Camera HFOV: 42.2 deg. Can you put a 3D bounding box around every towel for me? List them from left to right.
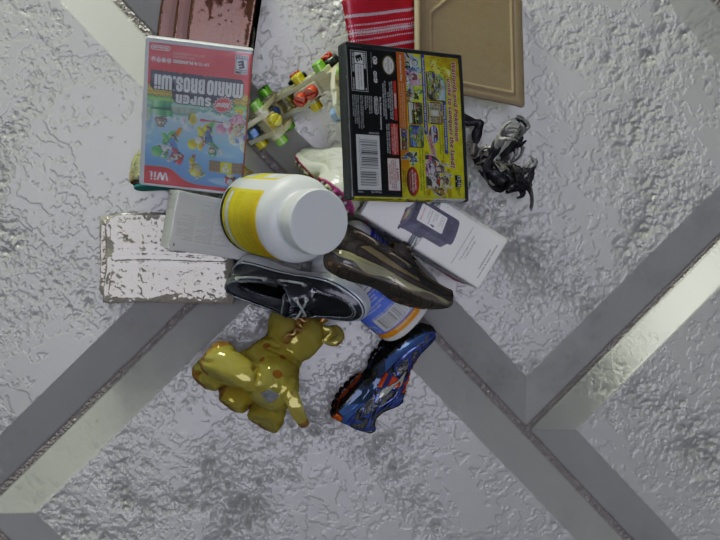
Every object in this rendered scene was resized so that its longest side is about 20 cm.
[{"bbox_3d":[-0.277,-0.016,1.351,0.199,0.034,0.133,2,95,-8],"label":"towel"},{"bbox_3d":[0.042,-0.274,1.265,0.144,0.022,0.201,-20,102,-46],"label":"towel"}]

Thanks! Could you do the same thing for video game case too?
[{"bbox_3d":[-0.223,-0.207,1.263,0.142,0.017,0.201,6,109,-3],"label":"video game case"},{"bbox_3d":[0.058,-0.190,1.223,0.180,0.025,0.201,-1,87,-28],"label":"video game case"}]

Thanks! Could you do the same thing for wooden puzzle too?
[{"bbox_3d":[0.153,-0.334,1.330,0.199,0.037,0.186,6,78,-30],"label":"wooden puzzle"}]

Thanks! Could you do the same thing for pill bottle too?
[{"bbox_3d":[-0.099,-0.069,1.214,0.111,0.200,0.113,-4,99,-30],"label":"pill bottle"},{"bbox_3d":[0.000,0.000,1.329,0.200,0.112,0.112,41,89,-17],"label":"pill bottle"}]

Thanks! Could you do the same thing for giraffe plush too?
[{"bbox_3d":[-0.120,0.117,1.327,0.173,0.200,0.163,43,61,-22],"label":"giraffe plush"}]

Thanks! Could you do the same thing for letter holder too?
[{"bbox_3d":[-0.215,-0.352,1.300,0.141,0.101,0.201,9,93,-5],"label":"letter holder"}]

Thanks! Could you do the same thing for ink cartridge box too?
[{"bbox_3d":[0.091,-0.065,1.332,0.199,0.145,0.085,32,89,-8],"label":"ink cartridge box"}]

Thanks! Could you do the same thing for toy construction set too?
[{"bbox_3d":[-0.077,-0.234,1.296,0.199,0.131,0.092,-5,122,30],"label":"toy construction set"}]

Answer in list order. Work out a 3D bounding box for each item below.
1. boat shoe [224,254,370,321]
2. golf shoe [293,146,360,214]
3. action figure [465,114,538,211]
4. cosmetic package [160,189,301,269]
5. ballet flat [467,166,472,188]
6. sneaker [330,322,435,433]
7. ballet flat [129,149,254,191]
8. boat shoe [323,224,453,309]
[{"bbox_3d":[-0.087,0.036,1.267,0.199,0.068,0.072,18,128,7],"label":"boat shoe"},{"bbox_3d":[-0.027,-0.141,1.294,0.091,0.200,0.075,-42,122,-4],"label":"golf shoe"},{"bbox_3d":[0.198,-0.181,1.351,0.200,0.119,0.102,42,110,0],"label":"action figure"},{"bbox_3d":[-0.176,-0.057,1.321,0.199,0.051,0.083,10,91,-28],"label":"cosmetic package"},{"bbox_3d":[0.078,-0.169,1.364,0.199,0.072,0.072,22,92,-7],"label":"ballet flat"},{"bbox_3d":[0.043,0.159,1.389,0.078,0.075,0.200,41,97,-16],"label":"sneaker"},{"bbox_3d":[-0.229,-0.145,1.333,0.199,0.071,0.071,2,94,-6],"label":"ballet flat"},{"bbox_3d":[0.047,-0.005,1.250,0.199,0.074,0.074,24,72,-27],"label":"boat shoe"}]
